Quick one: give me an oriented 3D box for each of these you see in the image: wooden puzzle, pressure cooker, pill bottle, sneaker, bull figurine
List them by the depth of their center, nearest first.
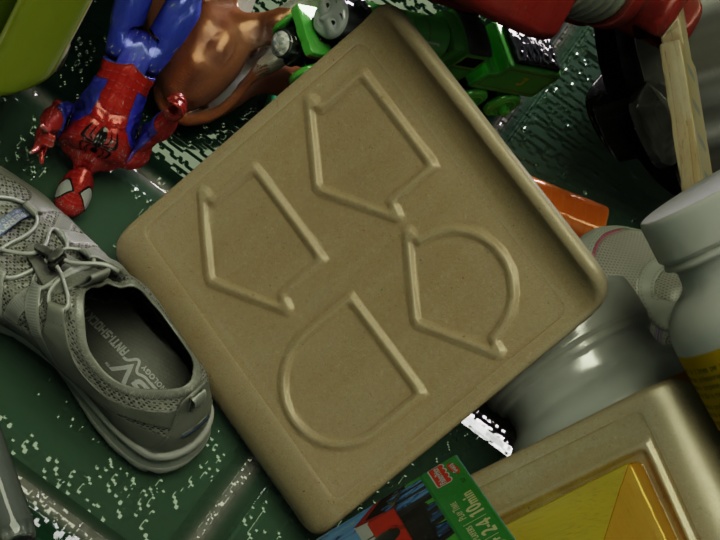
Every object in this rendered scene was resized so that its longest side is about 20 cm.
[{"bbox_3d":[0.212,0.046,0.984,0.112,0.112,0.201,-32,94,-28],"label":"pill bottle"},{"bbox_3d":[0.103,0.173,1.010,0.199,0.037,0.186,-27,77,17],"label":"wooden puzzle"},{"bbox_3d":[-0.140,0.006,1.054,0.200,0.082,0.075,41,60,4],"label":"sneaker"},{"bbox_3d":[0.000,0.000,1.068,0.200,0.046,0.186,-41,75,15],"label":"wooden puzzle"},{"bbox_3d":[0.146,0.111,1.079,0.116,0.116,0.201,-25,75,-27],"label":"pill bottle"},{"bbox_3d":[0.205,0.024,1.155,0.199,0.088,0.082,22,61,-7],"label":"sneaker"},{"bbox_3d":[-0.081,-0.175,1.163,0.121,0.065,0.201,-13,77,1],"label":"bull figurine"},{"bbox_3d":[0.219,-0.126,1.174,0.175,0.199,0.180,17,66,-47],"label":"pressure cooker"}]

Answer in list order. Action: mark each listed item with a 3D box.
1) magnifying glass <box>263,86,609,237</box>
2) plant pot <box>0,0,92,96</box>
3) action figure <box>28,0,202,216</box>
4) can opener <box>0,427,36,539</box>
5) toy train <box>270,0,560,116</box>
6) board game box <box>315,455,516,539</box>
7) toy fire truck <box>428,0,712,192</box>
[{"bbox_3d":[0.042,-0.059,1.183,0.199,0.022,0.080,20,60,-6],"label":"magnifying glass"},{"bbox_3d":[-0.193,-0.213,1.049,0.181,0.201,0.199,26,24,-13],"label":"plant pot"},{"bbox_3d":[-0.108,-0.113,1.070,0.065,0.099,0.201,23,102,-11],"label":"action figure"},{"bbox_3d":[-0.175,0.115,1.005,0.052,0.067,0.201,-14,66,-22],"label":"can opener"},{"bbox_3d":[0.033,-0.115,1.143,0.199,0.056,0.042,3,62,-49],"label":"toy train"},{"bbox_3d":[-0.019,0.168,0.941,0.199,0.151,0.037,-32,108,-2],"label":"board game box"},{"bbox_3d":[0.105,-0.128,1.052,0.200,0.129,0.176,34,15,28],"label":"toy fire truck"}]
